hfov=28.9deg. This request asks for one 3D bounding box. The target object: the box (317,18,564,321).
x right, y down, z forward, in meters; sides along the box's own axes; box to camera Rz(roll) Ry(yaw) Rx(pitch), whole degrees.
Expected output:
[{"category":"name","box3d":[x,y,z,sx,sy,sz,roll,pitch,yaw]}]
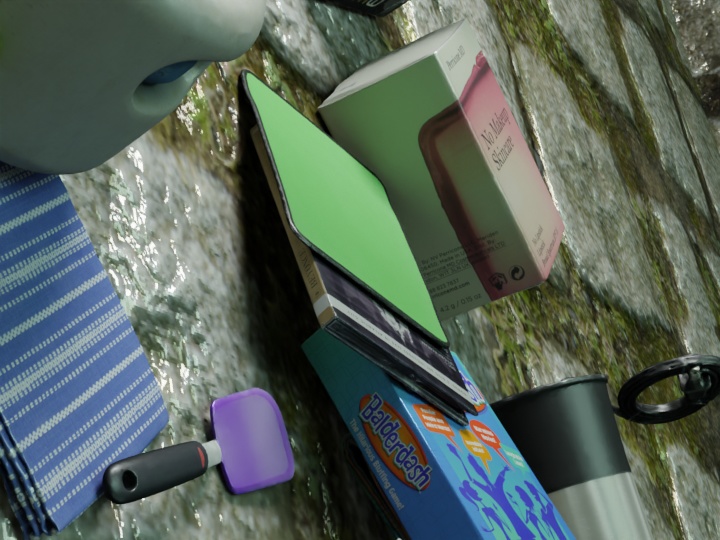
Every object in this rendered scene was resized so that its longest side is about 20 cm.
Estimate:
[{"category":"box","box3d":[0.070,-0.081,1.122,0.201,0.108,0.128,63,24,-14]}]

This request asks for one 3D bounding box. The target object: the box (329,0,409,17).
[{"category":"box","box3d":[0.059,-0.290,1.167,0.050,0.199,0.158,64,21,8]}]

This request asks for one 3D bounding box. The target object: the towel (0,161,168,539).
[{"category":"towel","box3d":[-0.160,0.009,0.647,0.201,0.024,0.145,66,20,-9]}]

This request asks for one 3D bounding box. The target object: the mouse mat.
[{"category":"mouse mat","box3d":[-0.012,-0.044,0.948,0.161,0.008,0.201,37,20,-37]}]

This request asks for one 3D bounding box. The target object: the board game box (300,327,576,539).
[{"category":"board game box","box3d":[0.059,0.126,0.905,0.152,0.045,0.201,24,28,-54]}]

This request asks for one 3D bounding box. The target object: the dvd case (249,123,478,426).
[{"category":"dvd case","box3d":[0.000,0.000,0.923,0.148,0.016,0.201,37,20,-40]}]

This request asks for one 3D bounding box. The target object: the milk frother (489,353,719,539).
[{"category":"milk frother","box3d":[0.211,0.175,1.095,0.180,0.199,0.190,19,53,-67]}]

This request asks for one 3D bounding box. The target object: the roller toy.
[{"category":"roller toy","box3d":[-0.138,-0.154,0.650,0.182,0.139,0.201,35,29,-45]}]

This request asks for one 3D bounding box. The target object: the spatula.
[{"category":"spatula","box3d":[-0.081,0.095,0.724,0.200,0.020,0.057,1,74,-73]}]

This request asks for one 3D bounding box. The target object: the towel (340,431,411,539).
[{"category":"towel","box3d":[0.073,0.171,0.951,0.147,0.022,0.200,56,20,25]}]

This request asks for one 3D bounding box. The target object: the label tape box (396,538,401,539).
[{"category":"label tape box","box3d":[0.035,0.263,0.735,0.200,0.063,0.145,49,47,-20]}]
